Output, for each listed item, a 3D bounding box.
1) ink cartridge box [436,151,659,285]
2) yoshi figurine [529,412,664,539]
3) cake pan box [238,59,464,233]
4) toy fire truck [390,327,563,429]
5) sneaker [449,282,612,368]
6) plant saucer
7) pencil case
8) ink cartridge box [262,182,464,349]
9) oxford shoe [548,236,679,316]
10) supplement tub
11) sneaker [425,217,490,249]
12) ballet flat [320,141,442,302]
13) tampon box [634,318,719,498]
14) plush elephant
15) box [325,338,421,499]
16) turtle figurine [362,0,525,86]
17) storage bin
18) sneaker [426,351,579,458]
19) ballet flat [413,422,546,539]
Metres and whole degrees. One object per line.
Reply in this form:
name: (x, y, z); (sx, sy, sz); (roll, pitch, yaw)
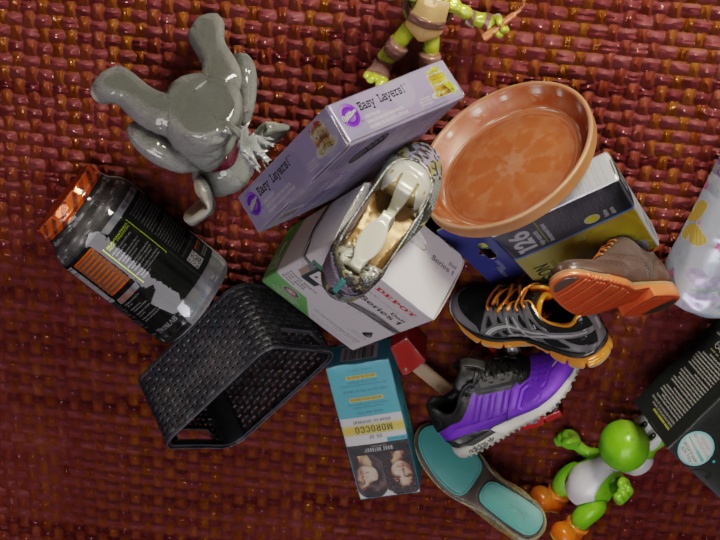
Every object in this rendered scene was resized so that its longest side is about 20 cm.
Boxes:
ink cartridge box: (0.208, -0.036, 1.438); (0.198, 0.048, 0.197); (-26, 153, 15)
yoshi figurine: (0.290, 0.244, 1.613); (0.112, 0.112, 0.200); (38, 113, -8)
cake pan box: (-0.012, -0.125, 1.361); (0.053, 0.183, 0.200); (58, 140, 7)
toy fire truck: (0.140, 0.124, 1.590); (0.140, 0.049, 0.201); (-28, 114, 19)
sneaker: (0.190, 0.045, 1.495); (0.198, 0.079, 0.078); (12, 142, 29)
plant saucer: (0.154, -0.114, 1.375); (0.198, 0.202, 0.032); (-25, 132, 18)
pencil case: (0.405, -0.044, 1.455); (0.089, 0.084, 0.202); (10, 120, -15)
ink cartridge box: (0.000, 0.000, 1.457); (0.145, 0.085, 0.200); (37, 154, -14)
oxford shoe: (0.262, 0.003, 1.414); (0.198, 0.074, 0.071); (9, 148, -46)
supplement tub: (-0.260, -0.021, 1.503); (0.199, 0.123, 0.122); (40, 115, -16)
sneaker: (0.122, -0.048, 1.481); (0.197, 0.077, 0.076); (-2, 117, 4)
ballet flat: (0.031, -0.057, 1.330); (0.071, 0.201, 0.072); (28, 158, 13)
tampon box: (0.446, 0.151, 1.509); (0.150, 0.126, 0.200); (40, 100, -18)
plush elephant: (-0.165, -0.146, 1.423); (0.200, 0.164, 0.155); (45, 159, 16)
box: (0.018, 0.186, 1.635); (0.081, 0.049, 0.202); (-9, 118, 10)
turtle figurine: (0.058, -0.262, 1.373); (0.197, 0.065, 0.162); (10, 131, -18)
storage bin: (-0.147, 0.114, 1.547); (0.200, 0.094, 0.134); (-43, 152, 24)
sneaker: (0.158, 0.132, 1.525); (0.199, 0.070, 0.100); (-37, 108, 22)
ballet flat: (0.146, 0.269, 1.652); (0.199, 0.071, 0.071); (37, 118, 11)
